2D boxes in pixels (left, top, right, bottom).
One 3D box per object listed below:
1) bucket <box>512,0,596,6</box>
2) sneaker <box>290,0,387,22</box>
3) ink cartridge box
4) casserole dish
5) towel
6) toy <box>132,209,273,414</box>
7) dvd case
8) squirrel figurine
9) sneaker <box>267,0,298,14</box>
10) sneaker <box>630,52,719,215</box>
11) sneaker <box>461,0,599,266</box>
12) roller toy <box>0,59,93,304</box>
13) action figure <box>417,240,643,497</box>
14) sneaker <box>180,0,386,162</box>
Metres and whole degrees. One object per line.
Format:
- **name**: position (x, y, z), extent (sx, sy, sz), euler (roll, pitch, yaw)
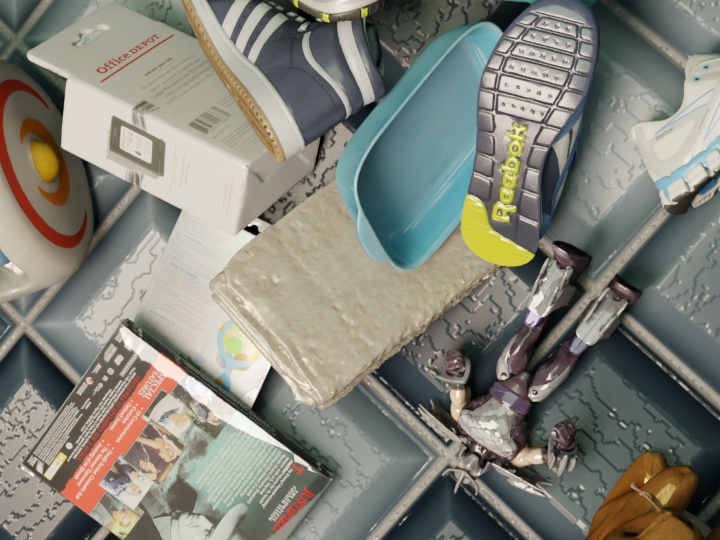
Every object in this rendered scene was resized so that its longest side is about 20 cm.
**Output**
- **bucket**: position (0.108, -0.278, 1.159), extent (0.135, 0.207, 0.207), euler (9, 90, -9)
- **sneaker**: position (-0.052, -0.243, 1.180), extent (0.200, 0.075, 0.076), euler (30, 136, 37)
- **ink cartridge box**: position (-0.142, -0.119, 1.267), extent (0.200, 0.116, 0.067), euler (27, 131, 18)
- **casserole dish**: position (0.050, -0.092, 1.202), extent (0.039, 0.121, 0.200), euler (21, 63, 41)
- **towel**: position (0.000, 0.000, 1.229), extent (0.200, 0.034, 0.133), euler (-37, 78, -19)
- **toy**: position (-0.115, 0.048, 1.297), extent (0.115, 0.047, 0.200), euler (28, 99, 10)
- **dvd case**: position (-0.140, 0.152, 1.280), extent (0.200, 0.022, 0.146), euler (36, 104, 1)
- **squirrel figurine**: position (0.176, 0.224, 1.122), extent (0.200, 0.187, 0.142), euler (-44, 76, 11)
- **sneaker**: position (-0.055, -0.261, 1.282), extent (0.086, 0.078, 0.200), euler (-5, 86, 14)
- **sneaker**: position (0.275, -0.131, 1.174), extent (0.200, 0.075, 0.087), euler (-36, 72, 12)
- **sneaker**: position (0.121, -0.105, 1.182), extent (0.074, 0.082, 0.200), euler (22, 120, 13)
- **roller toy**: position (-0.294, -0.065, 1.291), extent (0.140, 0.200, 0.183), euler (-19, 92, 15)
- **action figure**: position (0.118, 0.078, 1.213), extent (0.130, 0.069, 0.200), euler (32, 101, 6)
- **sneaker**: position (-0.054, -0.169, 1.201), extent (0.108, 0.070, 0.200), euler (-29, 53, -5)
